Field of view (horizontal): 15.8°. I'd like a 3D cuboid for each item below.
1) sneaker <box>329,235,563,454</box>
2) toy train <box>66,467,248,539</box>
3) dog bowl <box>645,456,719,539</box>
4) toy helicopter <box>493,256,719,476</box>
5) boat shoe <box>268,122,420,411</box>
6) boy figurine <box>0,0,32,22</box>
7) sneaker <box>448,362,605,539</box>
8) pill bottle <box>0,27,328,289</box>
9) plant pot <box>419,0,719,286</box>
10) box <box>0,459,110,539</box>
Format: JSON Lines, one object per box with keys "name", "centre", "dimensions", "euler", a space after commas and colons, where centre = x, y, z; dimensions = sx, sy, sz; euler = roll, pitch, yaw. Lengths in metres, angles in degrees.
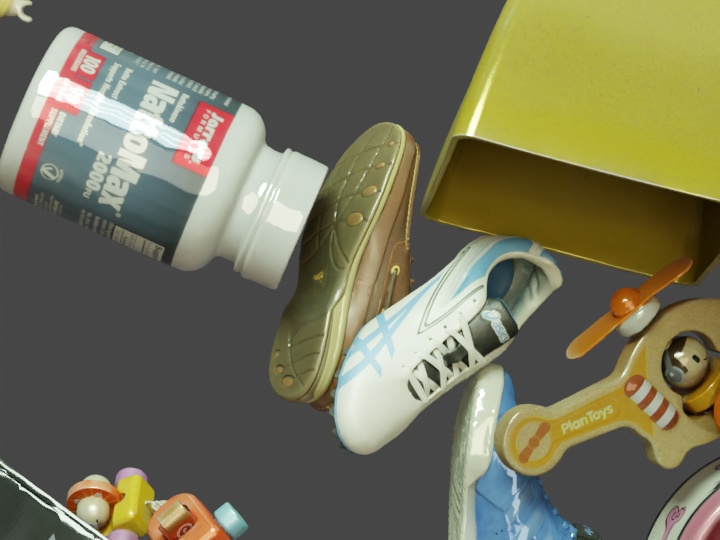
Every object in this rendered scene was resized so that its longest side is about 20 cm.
{"name": "sneaker", "centre": [0.056, 0.046, 1.713], "dimensions": [0.200, 0.072, 0.072], "euler": [-44, 118, -25]}
{"name": "toy train", "centre": [-0.177, 0.192, 1.691], "dimensions": [0.200, 0.150, 0.056], "euler": [-38, 124, 0]}
{"name": "dog bowl", "centre": [0.290, 0.218, 1.747], "dimensions": [0.199, 0.074, 0.201], "euler": [0, 87, -3]}
{"name": "toy helicopter", "centre": [0.175, 0.074, 1.712], "dimensions": [0.199, 0.079, 0.133], "euler": [-22, 104, -19]}
{"name": "boat shoe", "centre": [0.000, 0.000, 1.753], "dimensions": [0.067, 0.072, 0.201], "euler": [23, 81, -35]}
{"name": "boy figurine", "centre": [-0.246, -0.227, 1.748], "dimensions": [0.199, 0.064, 0.125], "euler": [-7, 88, -2]}
{"name": "sneaker", "centre": [0.118, 0.165, 1.741], "dimensions": [0.111, 0.077, 0.201], "euler": [4, 82, -7]}
{"name": "pill bottle", "centre": [-0.128, -0.069, 1.718], "dimensions": [0.199, 0.120, 0.120], "euler": [24, 86, -2]}
{"name": "plant pot", "centre": [0.163, -0.118, 1.707], "dimensions": [0.199, 0.200, 0.177], "euler": [14, 75, -2]}
{"name": "box", "centre": [-0.238, 0.230, 1.602], "dimensions": [0.198, 0.050, 0.200], "euler": [34, 80, 18]}
